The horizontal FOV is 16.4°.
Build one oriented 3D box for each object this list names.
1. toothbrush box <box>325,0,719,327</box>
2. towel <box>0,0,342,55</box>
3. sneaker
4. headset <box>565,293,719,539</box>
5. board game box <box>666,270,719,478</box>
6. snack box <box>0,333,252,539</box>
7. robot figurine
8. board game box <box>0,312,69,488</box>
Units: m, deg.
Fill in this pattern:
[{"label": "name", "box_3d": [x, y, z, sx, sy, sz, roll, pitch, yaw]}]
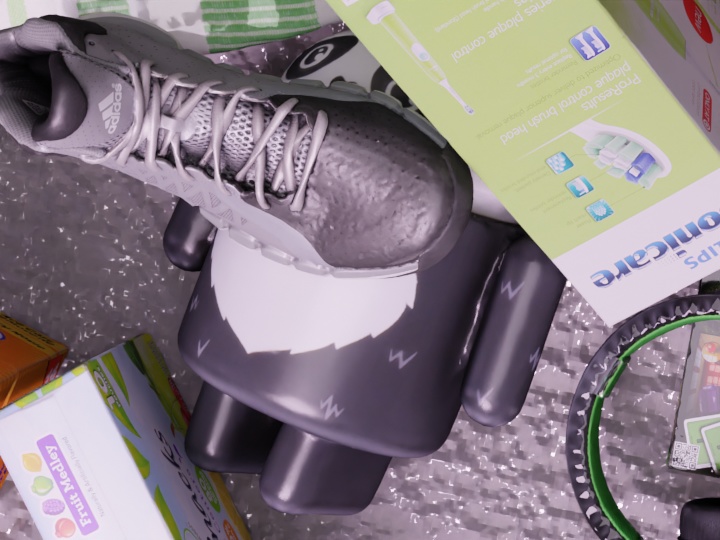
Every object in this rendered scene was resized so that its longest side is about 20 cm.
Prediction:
[{"label": "toothbrush box", "box_3d": [0.074, -0.103, 0.955, 0.086, 0.146, 0.200, -28, 119, 25]}, {"label": "towel", "box_3d": [-0.098, -0.157, 1.009, 0.199, 0.023, 0.153, -9, 99, 5]}, {"label": "sneaker", "box_3d": [-0.064, -0.047, 0.926, 0.199, 0.115, 0.075, 20, 98, 26]}, {"label": "headset", "box_3d": [0.182, 0.092, 1.030, 0.200, 0.094, 0.124, 33, 99, 17]}, {"label": "board game box", "box_3d": [0.198, -0.005, 1.055, 0.104, 0.023, 0.201, 9, 95, 4]}, {"label": "snack box", "box_3d": [-0.076, 0.131, 1.035, 0.053, 0.142, 0.201, -27, 91, 8]}, {"label": "robot figurine", "box_3d": [-0.002, -0.001, 1.025, 0.150, 0.125, 0.201, 21, 97, -9]}, {"label": "board game box", "box_3d": [-0.269, 0.084, 1.023, 0.199, 0.200, 0.200, 27, 97, 4]}]
